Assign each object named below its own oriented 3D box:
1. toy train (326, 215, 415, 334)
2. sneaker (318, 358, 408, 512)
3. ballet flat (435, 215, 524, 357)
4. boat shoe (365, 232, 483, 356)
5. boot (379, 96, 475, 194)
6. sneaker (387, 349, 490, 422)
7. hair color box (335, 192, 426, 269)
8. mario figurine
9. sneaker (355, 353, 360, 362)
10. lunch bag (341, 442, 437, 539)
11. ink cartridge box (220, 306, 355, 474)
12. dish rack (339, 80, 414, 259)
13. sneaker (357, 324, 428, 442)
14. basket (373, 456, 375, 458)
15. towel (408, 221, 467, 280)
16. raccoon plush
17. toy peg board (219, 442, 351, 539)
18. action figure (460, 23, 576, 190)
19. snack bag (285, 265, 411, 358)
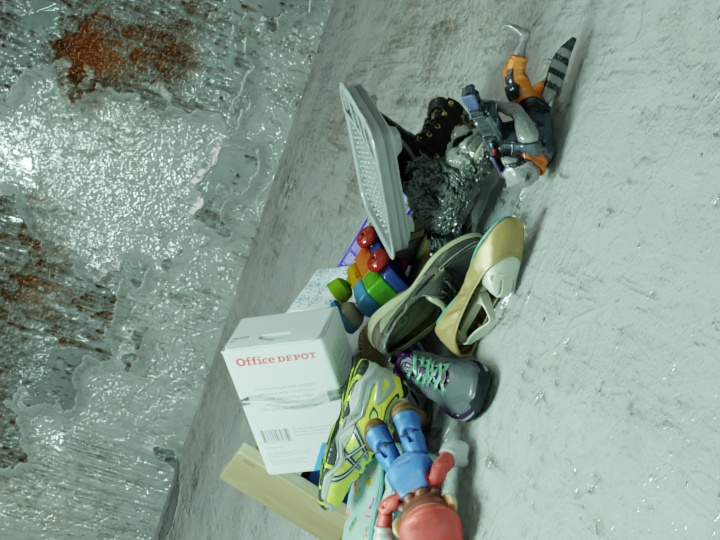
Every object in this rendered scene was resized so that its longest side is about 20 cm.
[{"bbox_3d":[0.000,0.000,1.621,0.115,0.085,0.201,-41,29,10],"label":"toy train"},{"bbox_3d":[-0.001,0.214,1.451,0.076,0.076,0.202,-94,23,-74],"label":"sneaker"},{"bbox_3d":[0.155,0.025,1.411,0.063,0.068,0.201,58,138,35],"label":"ballet flat"},{"bbox_3d":[0.096,0.037,1.491,0.200,0.072,0.066,-41,32,0],"label":"boat shoe"},{"bbox_3d":[0.086,-0.184,1.635,0.073,0.199,0.152,-27,30,48],"label":"boot"},{"bbox_3d":[0.091,0.135,1.432,0.200,0.087,0.075,176,112,-75],"label":"sneaker"},{"bbox_3d":[0.050,-0.056,1.749,0.109,0.065,0.201,-19,-30,-51],"label":"hair color box"},{"bbox_3d":[0.068,0.261,1.352,0.124,0.105,0.201,-57,36,34],"label":"mario figurine"},{"bbox_3d":[0.030,0.078,1.690,0.201,0.079,0.079,-54,-36,-33],"label":"sneaker"},{"bbox_3d":[0.033,0.317,1.448,0.161,0.076,0.202,126,157,-53],"label":"lunch bag"},{"bbox_3d":[-0.076,0.159,1.536,0.084,0.143,0.202,-64,-38,-57],"label":"ink cartridge box"},{"bbox_3d":[0.025,-0.134,1.506,0.172,0.043,0.202,-117,13,-54],"label":"dish rack"},{"bbox_3d":[0.055,0.167,1.580,0.108,0.069,0.203,-3,-98,-66],"label":"sneaker"},{"bbox_3d":[-0.031,0.198,1.723,0.135,0.182,0.200,-33,18,-12],"label":"basket"},{"bbox_3d":[0.106,-0.009,1.699,0.148,0.021,0.201,-88,22,-49],"label":"towel"},{"bbox_3d":[0.145,-0.090,1.522,0.133,0.202,0.097,-12,20,31],"label":"raccoon plush"},{"bbox_3d":[-0.086,0.294,1.704,0.098,0.199,0.199,-60,2,-25],"label":"toy peg board"},{"bbox_3d":[0.193,-0.192,1.387,0.200,0.103,0.196,33,-118,-62],"label":"action figure"},{"bbox_3d":[-0.041,0.064,1.666,0.187,0.021,0.201,-4,42,43],"label":"snack bag"}]
